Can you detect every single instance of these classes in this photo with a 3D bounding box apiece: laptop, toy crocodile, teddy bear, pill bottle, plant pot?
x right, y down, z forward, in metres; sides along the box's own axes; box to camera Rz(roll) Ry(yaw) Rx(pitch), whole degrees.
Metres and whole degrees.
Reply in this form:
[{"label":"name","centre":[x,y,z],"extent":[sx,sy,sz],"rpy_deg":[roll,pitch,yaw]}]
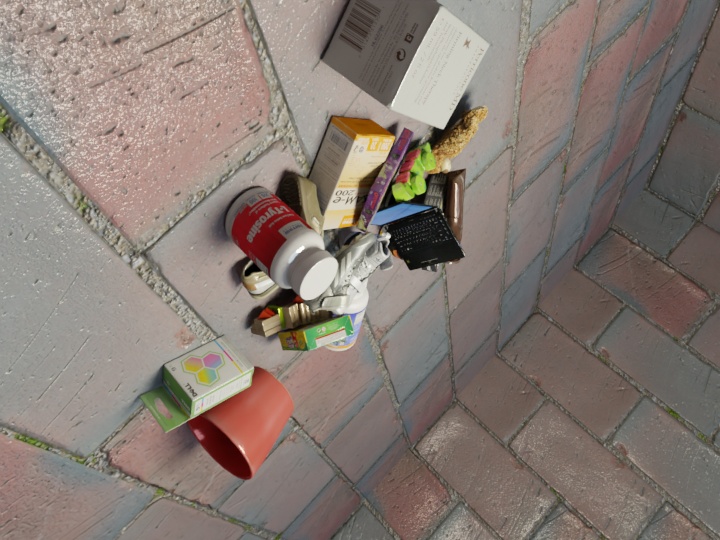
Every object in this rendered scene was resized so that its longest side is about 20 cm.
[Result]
[{"label":"laptop","centre":[0.102,-0.071,1.349],"extent":[0.103,0.175,0.202],"rpy_deg":[-45,111,-38]},{"label":"toy crocodile","centre":[0.110,-0.211,1.307],"extent":[0.062,0.067,0.202],"rpy_deg":[51,45,-29]},{"label":"teddy bear","centre":[0.222,-0.297,1.408],"extent":[0.201,0.067,0.145],"rpy_deg":[-50,-168,-17]},{"label":"pill bottle","centre":[-0.043,0.084,1.451],"extent":[0.111,0.112,0.203],"rpy_deg":[-26,144,-39]},{"label":"plant pot","centre":[-0.253,0.325,1.353],"extent":[0.177,0.198,0.203],"rpy_deg":[-43,155,-36]},{"label":"pill bottle","centre":[-0.134,-0.044,1.048],"extent":[0.112,0.199,0.113],"rpy_deg":[-36,151,-25]}]

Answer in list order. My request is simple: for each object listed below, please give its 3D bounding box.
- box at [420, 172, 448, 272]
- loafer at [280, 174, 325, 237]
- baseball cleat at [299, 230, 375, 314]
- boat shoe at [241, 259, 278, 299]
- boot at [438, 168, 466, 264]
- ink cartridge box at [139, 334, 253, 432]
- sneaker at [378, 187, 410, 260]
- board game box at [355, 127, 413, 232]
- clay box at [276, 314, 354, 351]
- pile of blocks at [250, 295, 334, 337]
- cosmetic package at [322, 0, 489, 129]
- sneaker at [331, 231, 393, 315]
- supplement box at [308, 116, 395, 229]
[{"label":"box","centre":[0.187,-0.122,1.531],"extent":[0.162,0.048,0.204],"rpy_deg":[67,37,-63]},{"label":"loafer","centre":[-0.098,-0.077,1.129],"extent":[0.067,0.075,0.205],"rpy_deg":[-17,110,-46]},{"label":"baseball cleat","centre":[-0.033,0.011,1.251],"extent":[0.199,0.107,0.070],"rpy_deg":[-38,175,6]},{"label":"boat shoe","centre":[-0.147,-0.033,1.181],"extent":[0.200,0.074,0.069],"rpy_deg":[-48,151,-17]},{"label":"boot","centre":[0.218,-0.133,1.445],"extent":[0.187,0.063,0.205],"rpy_deg":[-67,162,-67]},{"label":"ink cartridge box","centre":[-0.317,0.216,1.193],"extent":[0.198,0.103,0.060],"rpy_deg":[-25,145,-40]},{"label":"sneaker","centre":[0.102,-0.115,1.452],"extent":[0.069,0.090,0.203],"rpy_deg":[-28,146,-36]},{"label":"board game box","centre":[0.050,-0.184,1.241],"extent":[0.121,0.032,0.202],"rpy_deg":[107,8,-53]},{"label":"clay box","centre":[-0.106,0.139,1.349],"extent":[0.113,0.049,0.199],"rpy_deg":[-17,180,-26]},{"label":"pile of blocks","centre":[-0.144,0.082,1.315],"extent":[0.196,0.082,0.064],"rpy_deg":[-15,105,-18]},{"label":"cosmetic package","centre":[0.079,-0.364,1.020],"extent":[0.198,0.166,0.169],"rpy_deg":[-4,128,-57]},{"label":"sneaker","centre":[0.000,0.000,1.306],"extent":[0.075,0.113,0.203],"rpy_deg":[40,57,-37]},{"label":"supplement box","centre":[-0.028,-0.185,1.178],"extent":[0.125,0.073,0.203],"rpy_deg":[-13,135,-51]}]
